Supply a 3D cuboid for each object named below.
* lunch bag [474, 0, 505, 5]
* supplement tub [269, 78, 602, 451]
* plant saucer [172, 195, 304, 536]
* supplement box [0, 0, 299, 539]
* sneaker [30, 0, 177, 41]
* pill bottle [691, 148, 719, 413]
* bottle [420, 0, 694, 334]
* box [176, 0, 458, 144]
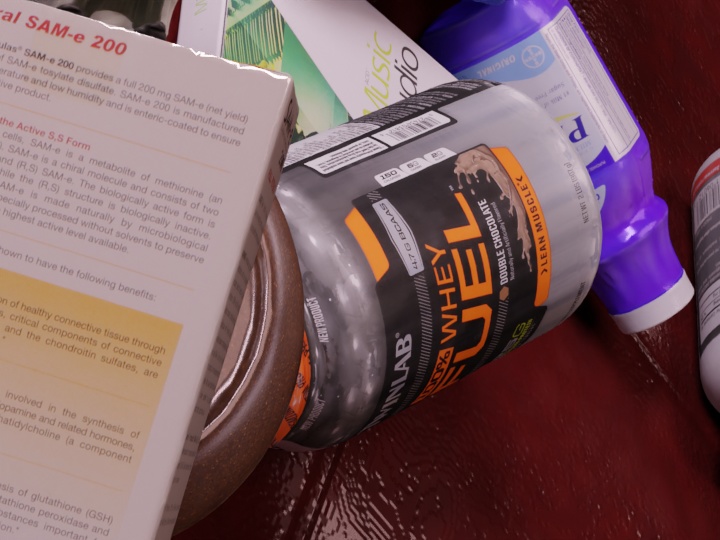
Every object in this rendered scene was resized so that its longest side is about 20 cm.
[{"bbox_3d":[-0.004,-0.234,1.151,0.170,0.127,0.201,14,49,-52],"label":"lunch bag"},{"bbox_3d":[0.000,0.000,0.990,0.199,0.122,0.123,-26,92,-41],"label":"supplement tub"},{"bbox_3d":[-0.109,0.004,0.845,0.199,0.034,0.202,7,71,-20],"label":"plant saucer"},{"bbox_3d":[-0.107,0.018,0.761,0.074,0.125,0.201,80,28,-84],"label":"supplement box"},{"bbox_3d":[-0.093,-0.153,0.929,0.077,0.200,0.089,15,40,-35],"label":"sneaker"},{"bbox_3d":[0.256,0.026,1.376,0.116,0.115,0.201,36,44,-39],"label":"pill bottle"},{"bbox_3d":[0.112,-0.060,1.250,0.201,0.083,0.065,59,33,-13],"label":"bottle"},{"bbox_3d":[-0.011,-0.070,1.121,0.200,0.036,0.145,35,44,-38],"label":"box"}]
